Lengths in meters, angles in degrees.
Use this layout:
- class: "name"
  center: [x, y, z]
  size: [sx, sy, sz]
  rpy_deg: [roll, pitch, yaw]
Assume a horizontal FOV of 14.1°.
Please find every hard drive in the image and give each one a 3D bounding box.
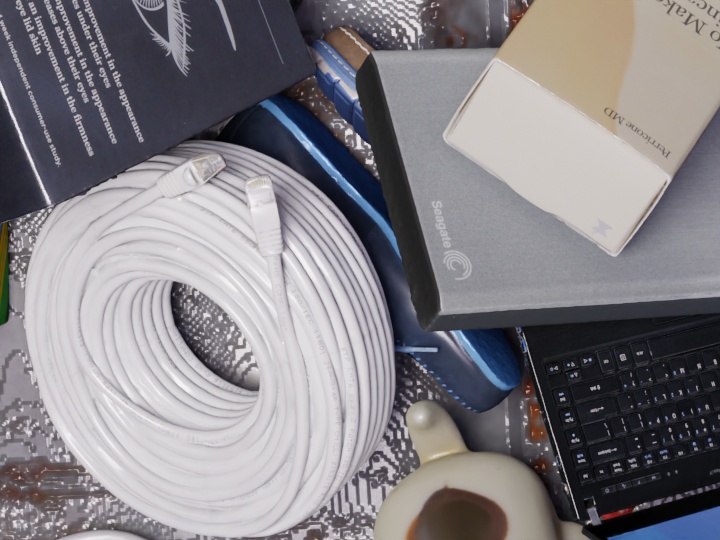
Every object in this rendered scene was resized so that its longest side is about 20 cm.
- class: "hard drive"
  center: [0.105, -0.042, 1.401]
  size: [0.199, 0.033, 0.140]
  rpy_deg: [-4, 64, -24]

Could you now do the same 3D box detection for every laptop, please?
- class: "laptop"
  center: [0.188, 0.067, 1.385]
  size: [0.177, 0.103, 0.201]
  rpy_deg: [-12, 81, -31]

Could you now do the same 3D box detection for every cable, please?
- class: "cable"
  center: [-0.077, 0.034, 1.441]
  size: [0.199, 0.069, 0.201]
  rpy_deg: [-9, 109, 38]

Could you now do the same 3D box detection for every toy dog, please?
- class: "toy dog"
  center: [0.066, 0.169, 1.400]
  size: [0.139, 0.200, 0.195]
  rpy_deg: [-5, 103, 4]

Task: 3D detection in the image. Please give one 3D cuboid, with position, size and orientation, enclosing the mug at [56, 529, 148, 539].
- class: "mug"
  center: [-0.124, 0.224, 1.474]
  size: [0.175, 0.148, 0.200]
  rpy_deg: [-25, 61, 2]

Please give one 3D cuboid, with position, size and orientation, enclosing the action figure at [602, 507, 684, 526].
- class: "action figure"
  center: [0.192, 0.194, 1.457]
  size: [0.099, 0.065, 0.201]
  rpy_deg: [-18, 112, -4]

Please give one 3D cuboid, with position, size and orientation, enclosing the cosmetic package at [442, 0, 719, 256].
- class: "cosmetic package"
  center: [0.134, -0.114, 1.389]
  size: [0.105, 0.071, 0.200]
  rpy_deg: [33, 52, 1]

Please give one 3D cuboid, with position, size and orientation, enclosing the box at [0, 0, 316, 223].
- class: "box"
  center: [-0.138, -0.119, 1.374]
  size: [0.104, 0.200, 0.149]
  rpy_deg: [-14, 101, 43]

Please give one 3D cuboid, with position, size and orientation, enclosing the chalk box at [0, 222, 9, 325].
- class: "chalk box"
  center: [-0.250, -0.062, 1.454]
  size: [0.124, 0.124, 0.201]
  rpy_deg: [1, 100, 9]

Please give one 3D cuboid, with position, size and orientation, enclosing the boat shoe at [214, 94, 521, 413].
- class: "boat shoe"
  center: [0.000, 0.000, 1.476]
  size: [0.069, 0.084, 0.200]
  rpy_deg: [-45, 72, 14]

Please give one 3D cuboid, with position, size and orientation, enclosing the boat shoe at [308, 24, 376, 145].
- class: "boat shoe"
  center: [0.063, -0.064, 1.466]
  size: [0.200, 0.072, 0.072]
  rpy_deg: [40, 85, -1]

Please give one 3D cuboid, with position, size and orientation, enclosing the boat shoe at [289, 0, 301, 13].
- class: "boat shoe"
  center: [-0.013, -0.206, 1.455]
  size: [0.063, 0.074, 0.202]
  rpy_deg: [37, 104, 9]
